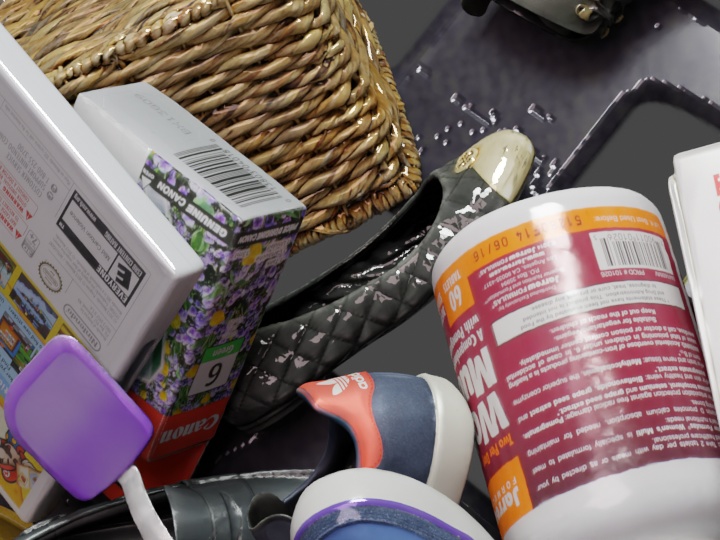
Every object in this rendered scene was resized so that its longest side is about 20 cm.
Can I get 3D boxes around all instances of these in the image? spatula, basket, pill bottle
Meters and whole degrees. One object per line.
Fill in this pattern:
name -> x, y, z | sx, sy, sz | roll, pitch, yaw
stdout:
spatula -> -0.085, 0.118, 1.027 | 0.057, 0.021, 0.200 | -44, 74, 20
basket -> -0.089, -0.087, 1.175 | 0.199, 0.149, 0.143 | -26, 32, 11
pill bottle -> 0.105, 0.074, 1.019 | 0.109, 0.110, 0.201 | -20, 66, 13

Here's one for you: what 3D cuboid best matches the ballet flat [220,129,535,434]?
ballet flat -> 0.000, 0.000, 1.105 | 0.200, 0.066, 0.057 | -40, 105, 6

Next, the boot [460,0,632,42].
boot -> 0.154, -0.155, 1.109 | 0.199, 0.077, 0.139 | 24, 85, 39

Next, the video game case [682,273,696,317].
video game case -> 0.268, -0.013, 1.036 | 0.200, 0.026, 0.181 | 32, 85, 27

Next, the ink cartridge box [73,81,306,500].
ink cartridge box -> -0.109, 0.027, 1.094 | 0.109, 0.050, 0.201 | 38, 120, 26

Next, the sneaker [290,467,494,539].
sneaker -> 0.036, 0.189, 0.926 | 0.080, 0.200, 0.147 | -24, 30, 16

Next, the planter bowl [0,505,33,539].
planter bowl -> -0.229, 0.196, 1.117 | 0.199, 0.083, 0.202 | -6, 70, 18

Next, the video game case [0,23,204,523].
video game case -> -0.173, -0.012, 1.086 | 0.200, 0.023, 0.182 | 48, 130, 17

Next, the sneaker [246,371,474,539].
sneaker -> -0.013, 0.140, 1.027 | 0.084, 0.075, 0.201 | 8, 93, -19

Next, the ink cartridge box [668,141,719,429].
ink cartridge box -> 0.243, 0.006, 0.978 | 0.199, 0.084, 0.147 | -14, 68, 16

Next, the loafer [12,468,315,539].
loafer -> -0.072, 0.129, 1.075 | 0.199, 0.070, 0.068 | -12, 65, 1
